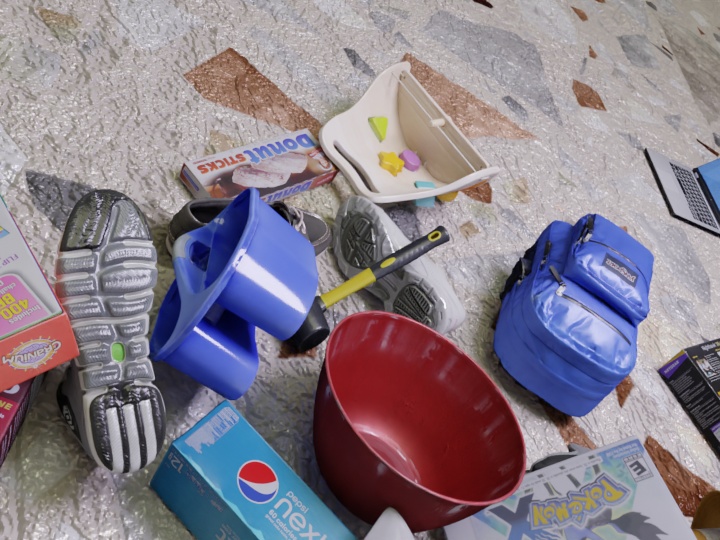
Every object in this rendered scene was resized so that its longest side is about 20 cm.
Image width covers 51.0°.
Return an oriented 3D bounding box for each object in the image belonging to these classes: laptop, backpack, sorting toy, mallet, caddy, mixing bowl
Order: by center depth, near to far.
[{"bbox_3d":[-0.115,0.010,0.634,0.104,0.142,0.201,38,12,-19],"label":"caddy"},{"bbox_3d":[0.033,0.146,0.651,0.196,0.109,0.202,24,30,-15],"label":"mixing bowl"},{"bbox_3d":[0.000,0.000,0.768,0.198,0.041,0.066,-36,69,-17],"label":"mallet"},{"bbox_3d":[0.243,0.045,0.866,0.160,0.169,0.201,31,44,5],"label":"backpack"},{"bbox_3d":[0.042,-0.148,0.954,0.178,0.108,0.201,-21,65,-40],"label":"sorting toy"},{"bbox_3d":[0.659,-0.171,1.396,0.196,0.117,0.190,19,43,-20],"label":"laptop"}]

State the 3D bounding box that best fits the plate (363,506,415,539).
[{"bbox_3d":[0.024,0.302,0.501,0.199,0.032,0.203,-39,108,-49],"label":"plate"}]

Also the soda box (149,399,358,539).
[{"bbox_3d":[-0.066,0.201,0.572,0.200,0.068,0.064,45,40,10],"label":"soda box"}]

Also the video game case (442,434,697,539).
[{"bbox_3d":[0.180,0.247,0.626,0.195,0.022,0.184,-20,44,1],"label":"video game case"}]

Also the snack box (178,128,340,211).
[{"bbox_3d":[-0.110,-0.113,0.868,0.072,0.024,0.198,48,42,13],"label":"snack box"}]

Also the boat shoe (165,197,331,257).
[{"bbox_3d":[-0.103,-0.043,0.783,0.196,0.057,0.068,-5,55,-38],"label":"boat shoe"}]

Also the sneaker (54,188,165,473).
[{"bbox_3d":[-0.204,0.049,0.572,0.074,0.114,0.206,1,79,-37],"label":"sneaker"}]

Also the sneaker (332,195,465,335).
[{"bbox_3d":[0.043,0.000,0.848,0.099,0.078,0.202,6,44,-57],"label":"sneaker"}]

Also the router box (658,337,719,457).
[{"bbox_3d":[0.517,0.171,1.023,0.196,0.053,0.159,-5,55,-38],"label":"router box"}]

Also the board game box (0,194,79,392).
[{"bbox_3d":[-0.297,0.013,0.505,0.151,0.041,0.200,-25,50,-25],"label":"board game box"}]

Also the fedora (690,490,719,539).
[{"bbox_3d":[0.284,0.295,0.665,0.080,0.204,0.203,5,42,7],"label":"fedora"}]

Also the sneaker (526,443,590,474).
[{"bbox_3d":[0.184,0.250,0.707,0.113,0.076,0.201,21,52,26],"label":"sneaker"}]

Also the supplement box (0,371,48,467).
[{"bbox_3d":[-0.292,0.103,0.510,0.107,0.061,0.203,22,42,-14],"label":"supplement box"}]
